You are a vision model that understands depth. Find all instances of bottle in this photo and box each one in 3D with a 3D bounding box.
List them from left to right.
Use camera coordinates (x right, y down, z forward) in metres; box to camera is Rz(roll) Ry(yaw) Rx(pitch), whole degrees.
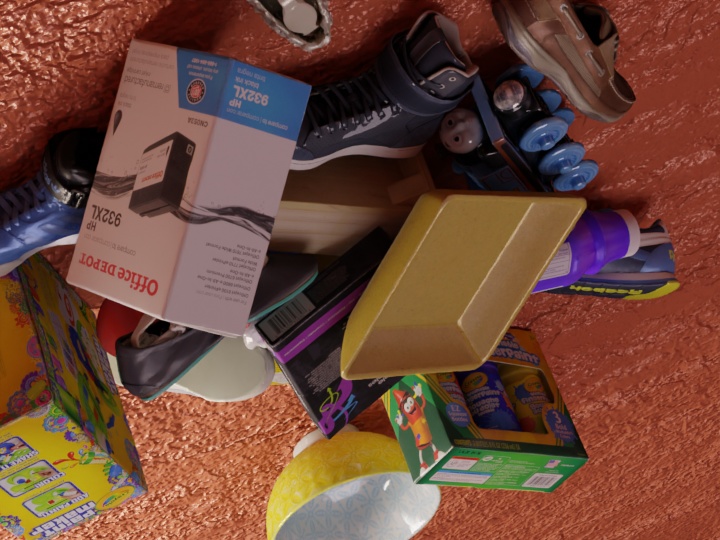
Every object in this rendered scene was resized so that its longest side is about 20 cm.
[{"bbox_3d":[0.175,-0.019,1.727,0.199,0.084,0.066,-11,122,-25],"label":"bottle"}]

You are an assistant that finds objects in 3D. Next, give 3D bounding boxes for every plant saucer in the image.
[{"bbox_3d":[0.080,0.001,1.577,0.199,0.048,0.201,-1,129,-48],"label":"plant saucer"}]

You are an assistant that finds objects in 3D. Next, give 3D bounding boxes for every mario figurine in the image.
[{"bbox_3d":[-0.144,0.020,1.599,0.199,0.123,0.107,-28,123,-19],"label":"mario figurine"}]

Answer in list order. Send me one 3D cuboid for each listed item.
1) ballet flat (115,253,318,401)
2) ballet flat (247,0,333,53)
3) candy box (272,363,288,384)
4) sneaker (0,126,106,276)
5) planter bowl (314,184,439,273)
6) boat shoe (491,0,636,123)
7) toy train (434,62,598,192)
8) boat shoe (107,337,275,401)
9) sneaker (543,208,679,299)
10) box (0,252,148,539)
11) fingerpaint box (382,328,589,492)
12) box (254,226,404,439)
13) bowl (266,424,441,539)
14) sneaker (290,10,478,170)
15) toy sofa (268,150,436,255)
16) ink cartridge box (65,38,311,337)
[{"bbox_3d":[-0.124,0.028,1.508,0.200,0.073,0.073,-37,150,-17],"label":"ballet flat"},{"bbox_3d":[-0.068,-0.231,1.350,0.071,0.072,0.200,-29,145,9],"label":"ballet flat"},{"bbox_3d":[-0.070,0.075,1.806,0.199,0.027,0.102,2,136,-33],"label":"candy box"},{"bbox_3d":[-0.262,-0.060,1.456,0.199,0.077,0.112,-11,147,-20],"label":"sneaker"},{"bbox_3d":[0.000,0.000,1.693,0.199,0.084,0.201,-16,146,-11],"label":"planter bowl"},{"bbox_3d":[0.192,-0.190,1.556,0.072,0.076,0.200,-38,145,18],"label":"boat shoe"},{"bbox_3d":[0.138,-0.109,1.611,0.114,0.087,0.200,-28,155,12],"label":"toy train"},{"bbox_3d":[-0.146,0.083,1.677,0.200,0.071,0.071,1,180,38],"label":"boat shoe"},{"bbox_3d":[0.223,-0.020,1.820,0.198,0.083,0.074,5,166,-10],"label":"sneaker"},{"bbox_3d":[-0.293,0.096,1.543,0.121,0.201,0.193,-26,146,5],"label":"box"},{"bbox_3d":[0.123,0.139,1.883,0.199,0.168,0.073,10,136,-38],"label":"fingerpaint box"},{"bbox_3d":[-0.007,0.060,1.630,0.143,0.036,0.200,-38,148,-9],"label":"box"},{"bbox_3d":[-0.020,0.234,1.980,0.199,0.108,0.201,-16,146,-11],"label":"bowl"},{"bbox_3d":[0.004,-0.151,1.479,0.201,0.077,0.146,-9,156,-37],"label":"sneaker"},{"bbox_3d":[-0.044,-0.073,1.562,0.199,0.083,0.098,3,141,-30],"label":"toy sofa"},{"bbox_3d":[-0.134,-0.065,1.385,0.083,0.145,0.201,14,92,-42],"label":"ink cartridge box"}]
